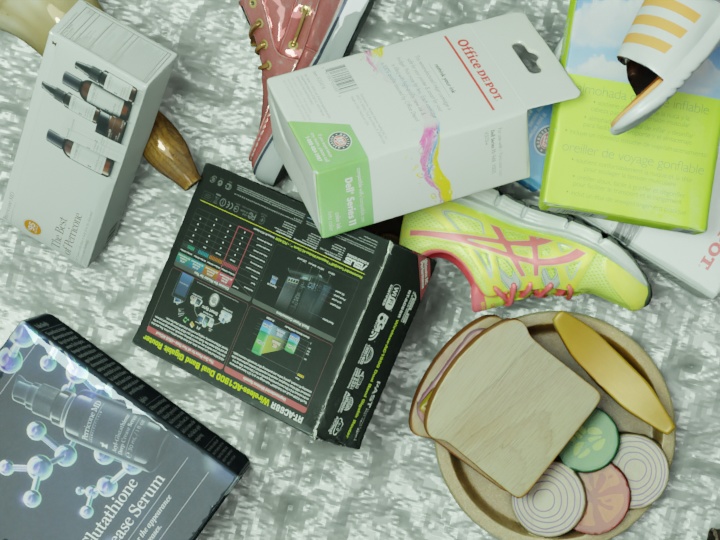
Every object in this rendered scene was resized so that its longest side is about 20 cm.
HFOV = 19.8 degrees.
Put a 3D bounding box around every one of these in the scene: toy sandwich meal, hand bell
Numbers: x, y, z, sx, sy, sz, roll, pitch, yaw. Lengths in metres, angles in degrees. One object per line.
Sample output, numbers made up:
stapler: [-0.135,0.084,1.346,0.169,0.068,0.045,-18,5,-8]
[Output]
toy sandwich meal: [0.143,0.119,1.555,0.205,0.070,0.206,0,91,1]
hand bell: [-0.186,-0.142,1.533,0.104,0.104,0.200,-40,88,1]

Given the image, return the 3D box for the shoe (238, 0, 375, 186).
shoe: [-0.058,-0.169,1.554,0.091,0.071,0.200,26,86,2]

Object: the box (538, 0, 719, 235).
box: [0.202,-0.134,1.476,0.122,0.048,0.200,10,87,-1]

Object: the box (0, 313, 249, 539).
box: [-0.207,0.149,1.543,0.200,0.107,0.149,35,92,1]

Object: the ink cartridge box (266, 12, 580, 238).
ink cartridge box: [0.046,-0.107,1.469,0.200,0.117,0.067,-17,135,-11]

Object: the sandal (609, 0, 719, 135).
sandal: [0.227,-0.178,1.421,0.059,0.079,0.207,42,77,-1]

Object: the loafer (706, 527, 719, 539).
loafer: [0.234,0.278,1.555,0.071,0.073,0.200,25,90,1]

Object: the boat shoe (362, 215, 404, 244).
boat shoe: [0.000,0.000,1.556,0.070,0.070,0.200,16,90,0]

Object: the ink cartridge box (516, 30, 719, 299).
ink cartridge box: [0.215,-0.090,1.542,0.200,0.084,0.145,32,90,0]

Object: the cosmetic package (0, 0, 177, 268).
cosmetic package: [-0.203,-0.096,1.502,0.082,0.051,0.200,31,136,6]

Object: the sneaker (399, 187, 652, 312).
sneaker: [0.118,-0.003,1.534,0.200,0.078,0.090,22,81,6]

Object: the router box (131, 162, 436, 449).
router box: [-0.058,0.024,1.508,0.200,0.062,0.150,25,92,38]
